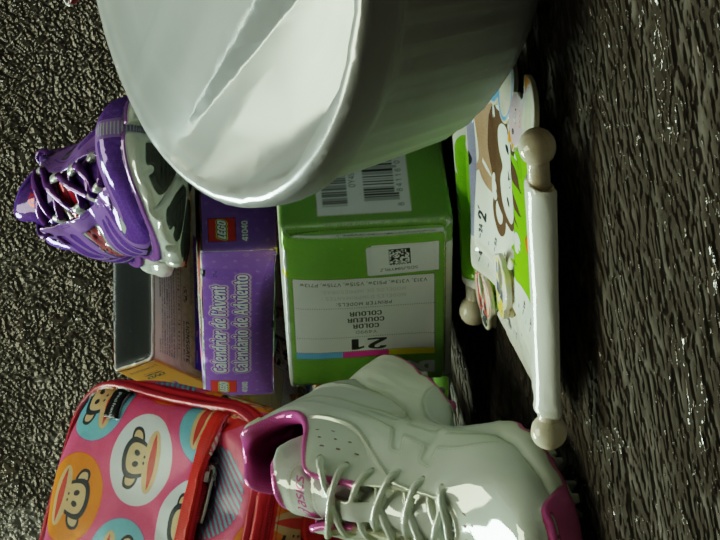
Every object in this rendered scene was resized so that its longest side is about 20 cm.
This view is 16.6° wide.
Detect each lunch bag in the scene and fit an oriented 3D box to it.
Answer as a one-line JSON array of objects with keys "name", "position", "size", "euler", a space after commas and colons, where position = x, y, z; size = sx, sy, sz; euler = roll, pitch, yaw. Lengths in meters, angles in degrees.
[{"name": "lunch bag", "position": [-0.074, 0.156, 1.127], "size": [0.176, 0.082, 0.201], "euler": [8, 85, 46]}]

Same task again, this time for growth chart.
[{"name": "growth chart", "position": [0.056, -0.019, 0.959], "size": [0.200, 0.018, 0.145], "euler": [-113, 16, -72]}]

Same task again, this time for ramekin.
[{"name": "ramekin", "position": [-0.015, -0.128, 0.903], "size": [0.202, 0.094, 0.203], "euler": [19, 113, 54]}]

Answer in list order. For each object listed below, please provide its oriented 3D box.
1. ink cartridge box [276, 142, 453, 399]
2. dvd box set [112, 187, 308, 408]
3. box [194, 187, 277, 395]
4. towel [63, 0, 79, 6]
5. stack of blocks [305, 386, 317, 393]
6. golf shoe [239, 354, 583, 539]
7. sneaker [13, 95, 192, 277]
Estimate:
[{"name": "ink cartridge box", "position": [0.000, 0.000, 1.147], "size": [0.200, 0.075, 0.148], "euler": [89, 177, -45]}, {"name": "dvd box set", "position": [-0.061, 0.015, 1.359], "size": [0.200, 0.029, 0.147], "euler": [28, -129, -48]}, {"name": "box", "position": [-0.064, -0.057, 1.236], "size": [0.137, 0.039, 0.201], "euler": [93, 174, -57]}, {"name": "towel", "position": [-0.074, -0.218, 0.991], "size": [0.023, 0.144, 0.201], "euler": [28, 129, 23]}, {"name": "stack of blocks", "position": [-0.012, -0.039, 1.324], "size": [0.115, 0.058, 0.201], "euler": [103, 158, -71]}, {"name": "golf shoe", "position": [0.019, 0.094, 0.999], "size": [0.200, 0.091, 0.076], "euler": [24, 123, 62]}, {"name": "sneaker", "position": [-0.123, -0.034, 1.178], "size": [0.200, 0.083, 0.081], "euler": [127, 143, -74]}]
